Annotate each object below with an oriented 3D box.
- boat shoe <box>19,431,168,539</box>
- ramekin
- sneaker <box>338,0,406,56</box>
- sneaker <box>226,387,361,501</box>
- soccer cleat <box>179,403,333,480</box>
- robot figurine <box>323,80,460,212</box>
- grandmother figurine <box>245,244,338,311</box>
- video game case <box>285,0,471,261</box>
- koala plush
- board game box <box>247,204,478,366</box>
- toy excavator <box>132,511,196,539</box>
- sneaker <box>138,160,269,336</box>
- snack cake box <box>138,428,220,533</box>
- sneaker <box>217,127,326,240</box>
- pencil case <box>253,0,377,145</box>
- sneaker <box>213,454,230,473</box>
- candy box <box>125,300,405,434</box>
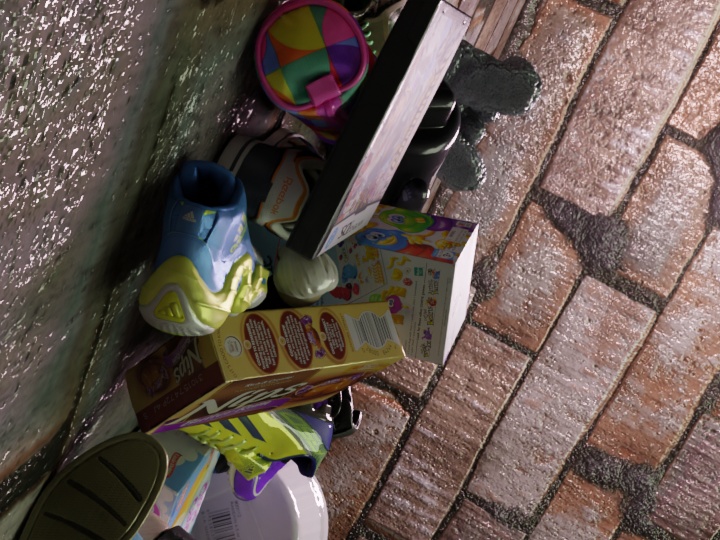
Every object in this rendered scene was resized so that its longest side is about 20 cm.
[{"bbox_3d":[-0.214,0.207,0.719,0.201,0.074,0.068,-53,175,-14],"label":"boat shoe"},{"bbox_3d":[-0.143,0.292,1.105,0.202,0.199,0.098,-62,166,-1],"label":"ramekin"},{"bbox_3d":[0.009,-0.230,0.855,0.088,0.077,0.201,-20,151,-31],"label":"sneaker"},{"bbox_3d":[-0.054,0.149,0.973,0.202,0.099,0.070,-62,162,-10],"label":"sneaker"},{"bbox_3d":[-0.106,0.145,0.869,0.064,0.198,0.085,6,-99,51],"label":"soccer cleat"},{"bbox_3d":[0.033,-0.138,1.017,0.151,0.124,0.201,-61,180,-34],"label":"robot figurine"},{"bbox_3d":[-0.078,0.031,0.830,0.121,0.061,0.200,-49,-172,-37],"label":"grandmother figurine"},{"bbox_3d":[0.020,-0.112,0.747,0.202,0.025,0.181,-62,173,15],"label":"video game case"},{"bbox_3d":[0.096,-0.233,1.200,0.178,0.182,0.201,-55,-162,23],"label":"koala plush"},{"bbox_3d":[0.000,0.000,0.920,0.103,0.197,0.106,-52,151,-60],"label":"board game box"},{"bbox_3d":[-0.245,0.291,0.779,0.199,0.099,0.196,-28,147,-56],"label":"toy excavator"},{"bbox_3d":[-0.097,-0.025,0.685,0.200,0.075,0.107,-86,-170,-77],"label":"sneaker"},{"bbox_3d":[-0.196,0.223,0.930,0.115,0.067,0.202,-53,169,-55],"label":"snack cake box"},{"bbox_3d":[-0.059,-0.068,0.804,0.079,0.079,0.200,-65,175,13],"label":"sneaker"},{"bbox_3d":[-0.021,-0.144,0.745,0.089,0.088,0.200,-63,171,4],"label":"pencil case"},{"bbox_3d":[-0.138,0.109,1.008,0.077,0.075,0.202,-111,-140,-63],"label":"sneaker"},{"bbox_3d":[-0.072,0.074,0.781,0.116,0.057,0.199,-32,162,38],"label":"candy box"}]
